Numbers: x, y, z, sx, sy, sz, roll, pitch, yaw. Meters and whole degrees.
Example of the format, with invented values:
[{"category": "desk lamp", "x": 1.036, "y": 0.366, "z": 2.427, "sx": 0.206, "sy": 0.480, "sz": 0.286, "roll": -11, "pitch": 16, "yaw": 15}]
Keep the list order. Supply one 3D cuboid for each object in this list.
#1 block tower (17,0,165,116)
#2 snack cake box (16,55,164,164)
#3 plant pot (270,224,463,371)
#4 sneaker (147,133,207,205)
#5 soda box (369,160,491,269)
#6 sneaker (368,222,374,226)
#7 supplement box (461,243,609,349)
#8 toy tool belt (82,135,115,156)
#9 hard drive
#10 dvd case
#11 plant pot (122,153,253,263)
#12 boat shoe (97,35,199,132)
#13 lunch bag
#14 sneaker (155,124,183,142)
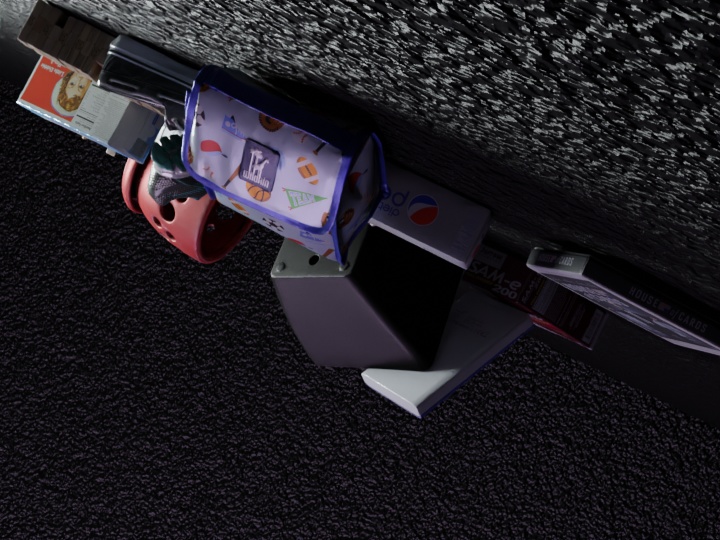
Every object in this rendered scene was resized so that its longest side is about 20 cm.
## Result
[{"category": "block tower", "x": -0.290, "y": -0.241, "z": 1.235, "sx": 0.199, "sy": 0.058, "sz": 0.054, "roll": 28, "pitch": 178, "yaw": -2}, {"category": "snack cake box", "x": -0.331, "y": -0.223, "z": 1.344, "sx": 0.199, "sy": 0.115, "sz": 0.067, "roll": 26, "pitch": 178, "yaw": 35}, {"category": "plant pot", "x": 0.000, "y": 0.000, "z": 1.405, "sx": 0.199, "sy": 0.200, "sz": 0.177, "roll": 0, "pitch": 147, "yaw": 36}, {"category": "sneaker", "x": -0.203, "y": -0.137, "z": 1.396, "sx": 0.199, "sy": 0.091, "sz": 0.078, "roll": -16, "pitch": -122, "yaw": -45}, {"category": "soda box", "x": 0.038, "y": -0.074, "z": 1.133, "sx": 0.199, "sy": 0.064, "sz": 0.068, "roll": 26, "pitch": 179, "yaw": 9}, {"category": "sneaker", "x": -0.016, "y": -0.078, "z": 1.232, "sx": 0.199, "sy": 0.085, "sz": 0.073, "roll": 31, "pitch": -154, "yaw": 19}, {"category": "supplement box", "x": 0.242, "y": 0.037, "z": 1.459, "sx": 0.200, "sy": 0.061, "sz": 0.109, "roll": 30, "pitch": 177, "yaw": -42}, {"category": "toy tool belt", "x": -0.421, "y": -0.250, "z": 1.763, "sx": 0.199, "sy": 0.123, "sz": 0.125, "roll": 27, "pitch": 178, "yaw": -3}, {"category": "hard drive", "x": 0.114, "y": 0.106, "z": 1.408, "sx": 0.132, "sy": 0.200, "sz": 0.025, "roll": 24, "pitch": 145, "yaw": 55}, {"category": "dvd case", "x": 0.282, "y": 0.033, "z": 1.088, "sx": 0.199, "sy": 0.025, "sz": 0.150, "roll": 26, "pitch": 178, "yaw": -12}, {"category": "plant pot", "x": -0.273, "y": -0.137, "z": 1.719, "sx": 0.182, "sy": 0.201, "sz": 0.200, "roll": 28, "pitch": 179, "yaw": 14}, {"category": "boat shoe", "x": -0.193, "y": -0.184, "z": 1.165, "sx": 0.199, "sy": 0.071, "sz": 0.072, "roll": 26, "pitch": 178, "yaw": 6}, {"category": "lunch bag", "x": -0.071, "y": -0.105, "z": 1.009, "sx": 0.169, "sy": 0.124, "sz": 0.200, "roll": 26, "pitch": 164, "yaw": 10}, {"category": "sneaker", "x": -0.278, "y": -0.221, "z": 1.461, "sx": 0.199, "sy": 0.075, "sz": 0.085, "roll": 12, "pitch": 150, "yaw": 48}]
